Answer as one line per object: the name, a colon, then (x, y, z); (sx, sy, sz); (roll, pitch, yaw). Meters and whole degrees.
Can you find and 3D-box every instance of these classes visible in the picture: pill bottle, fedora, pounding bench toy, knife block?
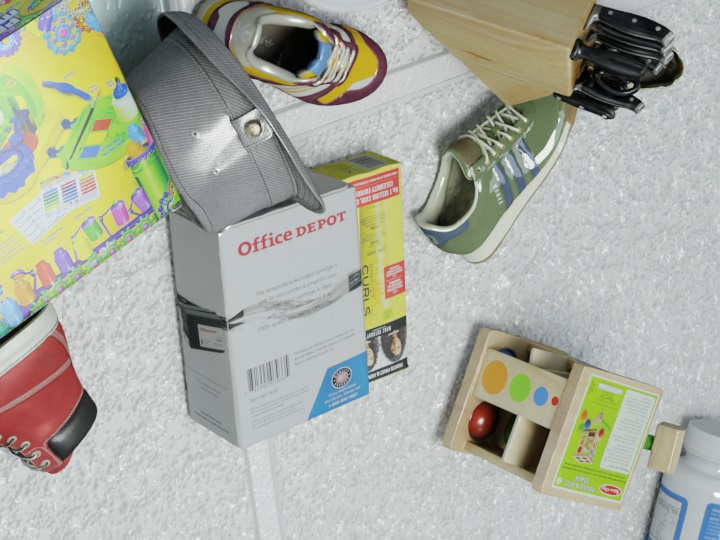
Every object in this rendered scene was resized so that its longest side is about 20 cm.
pill bottle: (0.383, 0.273, 1.969); (0.112, 0.112, 0.201); (3, 104, -41)
fedora: (-0.121, -0.100, 1.377); (0.090, 0.177, 0.200); (-37, 125, -11)
pounding bench toy: (0.205, 0.148, 1.744); (0.200, 0.156, 0.125); (17, 93, -42)
knife block: (0.164, -0.211, 1.534); (0.200, 0.175, 0.064); (40, 62, -24)

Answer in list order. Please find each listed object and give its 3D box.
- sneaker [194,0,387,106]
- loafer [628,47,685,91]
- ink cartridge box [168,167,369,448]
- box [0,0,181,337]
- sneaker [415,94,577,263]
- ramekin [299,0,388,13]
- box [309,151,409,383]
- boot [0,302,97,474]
sneaker: (-0.041, -0.174, 1.468); (0.199, 0.090, 0.075); (6, 101, -41)
loafer: (0.238, -0.209, 1.707); (0.199, 0.068, 0.076); (-6, 109, -39)
ink cartridge box: (-0.076, 0.028, 1.512); (0.144, 0.084, 0.201); (-20, 118, -35)
box: (-0.269, -0.083, 1.285); (0.200, 0.122, 0.193); (-38, 126, -24)
sneaker: (0.121, -0.103, 1.631); (0.090, 0.067, 0.201); (18, 107, -42)
ramekin: (-0.027, -0.314, 1.429); (0.202, 0.094, 0.203); (-15, 114, -35)
box: (0.000, 0.000, 1.590); (0.075, 0.050, 0.201); (-17, 115, -34)
boot: (-0.295, 0.130, 1.374); (0.200, 0.072, 0.145); (-38, 128, -29)
